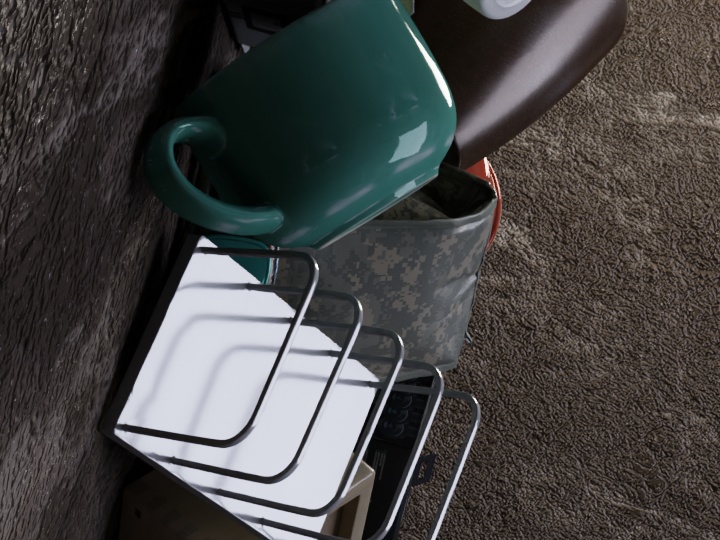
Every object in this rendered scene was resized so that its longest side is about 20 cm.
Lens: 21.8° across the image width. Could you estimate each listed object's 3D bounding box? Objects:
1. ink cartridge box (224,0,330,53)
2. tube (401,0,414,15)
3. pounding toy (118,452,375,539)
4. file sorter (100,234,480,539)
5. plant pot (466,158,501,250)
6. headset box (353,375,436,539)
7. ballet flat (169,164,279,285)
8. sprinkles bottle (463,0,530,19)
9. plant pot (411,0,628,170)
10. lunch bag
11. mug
[{"bbox_3d":[-0.040,-0.209,1.197,0.200,0.066,0.117,78,27,-80],"label":"ink cartridge box"},{"bbox_3d":[-0.011,-0.167,1.287,0.052,0.058,0.200,-34,179,-35],"label":"tube"},{"bbox_3d":[-0.089,0.197,1.376,0.199,0.142,0.185,-29,143,-40],"label":"pounding toy"},{"bbox_3d":[-0.034,0.090,1.185,0.200,0.124,0.140,41,64,-41],"label":"file sorter"},{"bbox_3d":[0.030,-0.109,1.752,0.196,0.198,0.203,79,25,-61],"label":"plant pot"},{"bbox_3d":[-0.038,0.143,1.535,0.175,0.198,0.093,99,8,-46],"label":"headset box"},{"bbox_3d":[-0.085,-0.033,1.248,0.074,0.073,0.202,-56,164,-77],"label":"ballet flat"},{"bbox_3d":[0.041,-0.248,1.270,0.068,0.200,0.069,-31,144,-25],"label":"sprinkles bottle"},{"bbox_3d":[0.088,-0.172,1.495,0.201,0.186,0.188,-55,166,-29],"label":"plant pot"},{"bbox_3d":[0.000,0.000,1.437,0.118,0.198,0.165,-114,-151,-51],"label":"lunch bag"},{"bbox_3d":[-0.032,-0.075,1.112,0.184,0.115,0.152,-32,180,-4],"label":"mug"}]
